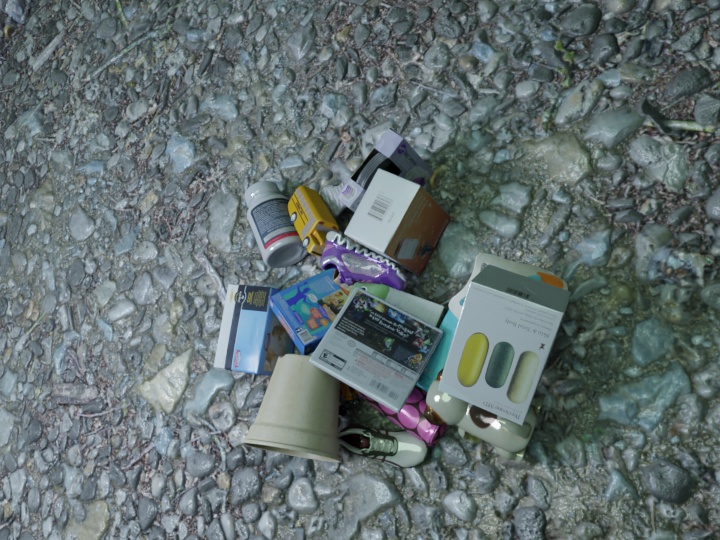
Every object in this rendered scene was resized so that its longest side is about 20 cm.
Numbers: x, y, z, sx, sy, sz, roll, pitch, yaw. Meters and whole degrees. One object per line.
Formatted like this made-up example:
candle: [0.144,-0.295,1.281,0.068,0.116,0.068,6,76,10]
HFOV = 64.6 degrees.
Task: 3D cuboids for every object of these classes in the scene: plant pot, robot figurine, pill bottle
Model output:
plant pot: [-0.118,0.273,1.145,0.200,0.200,0.184,-1,65,27]
robot figurine: [-0.087,0.254,1.268,0.200,0.058,0.145,-14,89,24]
pill bottle: [-0.212,-0.118,1.401,0.120,0.120,0.200,-33,65,17]

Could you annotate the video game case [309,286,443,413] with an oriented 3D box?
video game case: [0.032,0.149,1.107,0.200,0.023,0.182,27,68,16]

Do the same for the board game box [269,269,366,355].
board game box: [-0.078,0.080,1.260,0.200,0.045,0.152,-25,59,-23]

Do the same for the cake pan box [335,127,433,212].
cake pan box: [0.055,-0.189,1.234,0.052,0.200,0.184,40,95,29]

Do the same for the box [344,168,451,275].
box: [0.084,-0.096,1.195,0.106,0.200,0.152,28,91,30]

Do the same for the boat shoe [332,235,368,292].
boat shoe: [-0.022,-0.048,1.282,0.071,0.064,0.200,-39,35,42]

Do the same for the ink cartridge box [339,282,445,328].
ink cartridge box: [0.068,0.097,1.202,0.200,0.059,0.104,20,70,18]

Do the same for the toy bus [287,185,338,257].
toy bus: [-0.107,-0.111,1.312,0.078,0.065,0.200,-54,39,20]

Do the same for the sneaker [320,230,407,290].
sneaker: [0.000,0.000,1.188,0.200,0.080,0.089,28,76,10]

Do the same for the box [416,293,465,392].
box: [0.181,0.151,1.151,0.049,0.082,0.200,28,91,31]

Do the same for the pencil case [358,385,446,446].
pencil case: [0.093,0.268,1.170,0.200,0.094,0.091,33,134,29]

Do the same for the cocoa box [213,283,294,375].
cocoa box: [-0.239,0.142,1.341,0.131,0.133,0.200,3,79,28]

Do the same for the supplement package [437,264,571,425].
supplement package: [0.245,0.118,0.965,0.152,0.151,0.200,20,108,19]

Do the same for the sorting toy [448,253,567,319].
sorting toy: [0.271,0.062,1.076,0.180,0.107,0.200,30,92,1]

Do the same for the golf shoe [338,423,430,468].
golf shoe: [0.043,0.363,1.168,0.200,0.088,0.077,0,76,26]

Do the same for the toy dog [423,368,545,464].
toy dog: [0.215,0.264,1.047,0.200,0.194,0.140,20,96,21]

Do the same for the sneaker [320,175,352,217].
sneaker: [-0.011,-0.180,1.342,0.200,0.112,0.078,-10,97,57]
